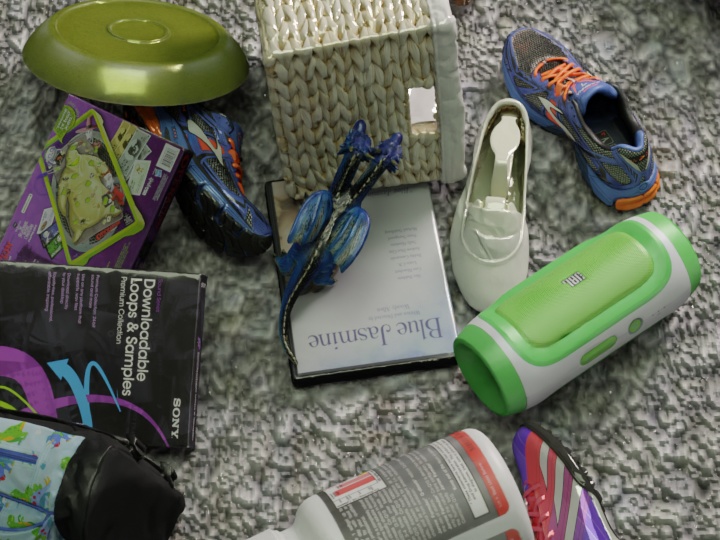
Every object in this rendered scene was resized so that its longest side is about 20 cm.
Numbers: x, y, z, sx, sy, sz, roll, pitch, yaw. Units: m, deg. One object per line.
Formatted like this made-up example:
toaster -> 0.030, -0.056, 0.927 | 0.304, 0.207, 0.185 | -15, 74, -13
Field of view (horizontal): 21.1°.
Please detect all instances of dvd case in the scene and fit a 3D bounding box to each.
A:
dvd case -> 0.000, 0.000, 1.636 | 0.142, 0.018, 0.201 | -8, 59, -3

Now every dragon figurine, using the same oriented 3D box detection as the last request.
dragon figurine -> -0.028, -0.029, 1.576 | 0.059, 0.099, 0.200 | 28, 71, -5

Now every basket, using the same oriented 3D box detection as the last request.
basket -> -0.005, -0.197, 1.643 | 0.160, 0.198, 0.200 | -9, 52, -1

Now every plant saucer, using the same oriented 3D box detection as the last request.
plant saucer -> -0.196, -0.198, 1.697 | 0.199, 0.031, 0.200 | 5, 28, -3

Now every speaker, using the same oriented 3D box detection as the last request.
speaker -> 0.176, 0.034, 1.563 | 0.200, 0.089, 0.088 | -32, 63, -16

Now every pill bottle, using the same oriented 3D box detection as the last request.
pill bottle -> 0.020, 0.207, 1.455 | 0.199, 0.116, 0.116 | -22, 61, -11

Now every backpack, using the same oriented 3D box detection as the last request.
backpack -> -0.261, 0.169, 1.470 | 0.200, 0.163, 0.154 | 24, 77, 23

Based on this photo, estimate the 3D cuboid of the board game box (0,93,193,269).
board game box -> -0.232, -0.032, 1.607 | 0.120, 0.032, 0.200 | 26, 91, 13

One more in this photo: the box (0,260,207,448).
box -> -0.228, 0.067, 1.560 | 0.199, 0.036, 0.144 | 3, 87, 3

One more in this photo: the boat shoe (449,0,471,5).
boat shoe -> 0.136, -0.323, 1.794 | 0.072, 0.076, 0.200 | 22, 64, 12

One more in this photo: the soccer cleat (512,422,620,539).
soccer cleat -> 0.159, 0.206, 1.482 | 0.073, 0.068, 0.200 | -27, 64, -8

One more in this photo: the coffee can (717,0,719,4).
coffee can -> 0.332, -0.346, 1.756 | 0.146, 0.147, 0.200 | -28, 62, -14

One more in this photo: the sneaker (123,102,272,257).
sneaker -> -0.129, -0.096, 1.660 | 0.078, 0.075, 0.200 | -28, 63, -18

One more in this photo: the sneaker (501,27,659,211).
sneaker -> 0.195, -0.147, 1.682 | 0.075, 0.079, 0.200 | -32, 63, -17

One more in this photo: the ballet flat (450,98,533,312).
ballet flat -> 0.114, -0.061, 1.642 | 0.069, 0.070, 0.201 | 6, 60, 6
